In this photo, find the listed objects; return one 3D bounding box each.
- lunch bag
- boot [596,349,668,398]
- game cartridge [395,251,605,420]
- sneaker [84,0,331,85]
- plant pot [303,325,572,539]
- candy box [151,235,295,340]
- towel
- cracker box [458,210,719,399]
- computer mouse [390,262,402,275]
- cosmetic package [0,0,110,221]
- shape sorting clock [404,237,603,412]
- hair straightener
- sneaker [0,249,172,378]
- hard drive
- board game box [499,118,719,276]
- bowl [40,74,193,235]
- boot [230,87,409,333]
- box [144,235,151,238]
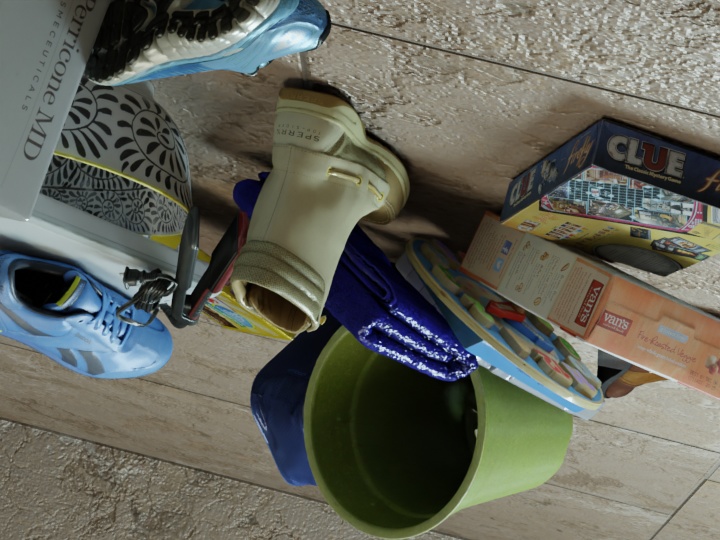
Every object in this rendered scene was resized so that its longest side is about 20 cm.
[{"bbox_3d":[0.013,0.113,1.994,0.132,0.200,0.136,4,129,43],"label":"lunch bag"},{"bbox_3d":[0.307,0.077,1.840,0.200,0.069,0.188,6,158,7],"label":"boot"},{"bbox_3d":[0.124,0.054,1.807,0.200,0.038,0.130,28,-165,-50],"label":"game cartridge"},{"bbox_3d":[-0.096,-0.142,1.307,0.090,0.078,0.200,21,166,-38],"label":"sneaker"},{"bbox_3d":[0.086,0.132,1.869,0.200,0.200,0.190,4,179,40],"label":"plant pot"},{"bbox_3d":[-0.151,0.003,1.863,0.102,0.026,0.200,6,157,47],"label":"candy box"},{"bbox_3d":[0.000,0.000,1.660,0.148,0.050,0.200,24,-162,-49],"label":"towel"},{"bbox_3d":[0.179,0.024,1.590,0.134,0.058,0.200,23,-176,-28],"label":"cracker box"},{"bbox_3d":[-0.045,-0.005,1.857,0.138,0.053,0.200,15,169,-24],"label":"computer mouse"},{"bbox_3d":[-0.291,-0.146,1.282,0.165,0.165,0.200,11,168,40],"label":"cosmetic package"},{"bbox_3d":[0.116,0.039,1.679,0.200,0.039,0.200,39,-165,-13],"label":"shape sorting clock"},{"bbox_3d":[-0.142,0.001,1.574,0.077,0.041,0.200,7,160,-15],"label":"hair straightener"},{"bbox_3d":[-0.216,0.036,1.656,0.200,0.066,0.078,25,155,-37],"label":"sneaker"},{"bbox_3d":[-0.222,-0.017,1.643,0.200,0.026,0.132,23,160,-34],"label":"hard drive"},{"bbox_3d":[0.191,-0.046,1.467,0.135,0.035,0.200,18,167,-11],"label":"board game box"},{"bbox_3d":[-0.205,-0.102,1.548,0.201,0.094,0.201,14,167,3],"label":"bowl"},{"bbox_3d":[-0.029,-0.027,1.525,0.073,0.155,0.200,11,166,18],"label":"boot"},{"bbox_3d":[-0.272,-0.074,1.720,0.200,0.101,0.112,26,162,-38],"label":"box"}]
